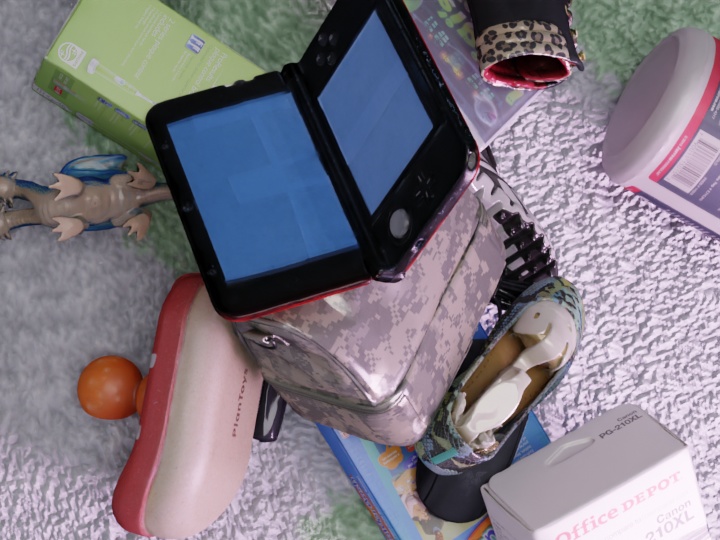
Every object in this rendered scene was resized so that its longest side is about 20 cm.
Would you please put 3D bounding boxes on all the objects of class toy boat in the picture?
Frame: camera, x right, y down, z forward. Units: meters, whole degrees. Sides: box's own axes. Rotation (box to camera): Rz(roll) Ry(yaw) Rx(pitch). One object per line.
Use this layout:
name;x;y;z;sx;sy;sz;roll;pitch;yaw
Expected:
toy boat;-0.152;0.098;1.381;0.130;0.130;0.201;8;83;17

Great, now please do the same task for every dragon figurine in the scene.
dragon figurine;-0.197;-0.055;1.385;0.199;0.099;0.059;-8;102;-20

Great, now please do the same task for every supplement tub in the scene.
supplement tub;0.309;-0.093;1.481;0.199;0.140;0.141;28;80;-11

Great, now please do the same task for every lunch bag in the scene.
lunch bag;0.000;0.000;1.329;0.139;0.168;0.201;16;67;32

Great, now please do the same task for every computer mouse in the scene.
computer mouse;0.073;0.086;1.414;0.140;0.046;0.201;24;80;-13

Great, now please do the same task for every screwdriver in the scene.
screwdriver;-0.058;0.035;1.436;0.028;0.029;0.201;11;89;-13

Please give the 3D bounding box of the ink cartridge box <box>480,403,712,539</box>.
ink cartridge box;0.195;0.227;1.423;0.144;0.084;0.201;-27;119;-14

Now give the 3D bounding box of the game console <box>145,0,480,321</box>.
game console;-0.037;-0.090;1.216;0.118;0.173;0.201;5;46;-35

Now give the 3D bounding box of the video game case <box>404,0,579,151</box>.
video game case;0.072;-0.210;1.444;0.200;0.023;0.182;52;45;-6

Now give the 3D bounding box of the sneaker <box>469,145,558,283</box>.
sneaker;0.093;-0.062;1.461;0.066;0.091;0.200;-32;121;25

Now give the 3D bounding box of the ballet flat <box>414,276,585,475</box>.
ballet flat;0.120;0.076;1.376;0.074;0.074;0.200;44;64;-8

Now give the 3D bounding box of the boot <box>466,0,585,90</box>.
boot;0.155;-0.214;1.448;0.202;0.073;0.155;2;63;-31

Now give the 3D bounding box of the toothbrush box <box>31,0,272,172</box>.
toothbrush box;-0.137;-0.126;1.371;0.199;0.146;0.086;34;80;-9

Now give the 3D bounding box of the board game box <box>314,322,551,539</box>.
board game box;0.071;0.150;1.456;0.152;0.045;0.201;-32;93;-14
